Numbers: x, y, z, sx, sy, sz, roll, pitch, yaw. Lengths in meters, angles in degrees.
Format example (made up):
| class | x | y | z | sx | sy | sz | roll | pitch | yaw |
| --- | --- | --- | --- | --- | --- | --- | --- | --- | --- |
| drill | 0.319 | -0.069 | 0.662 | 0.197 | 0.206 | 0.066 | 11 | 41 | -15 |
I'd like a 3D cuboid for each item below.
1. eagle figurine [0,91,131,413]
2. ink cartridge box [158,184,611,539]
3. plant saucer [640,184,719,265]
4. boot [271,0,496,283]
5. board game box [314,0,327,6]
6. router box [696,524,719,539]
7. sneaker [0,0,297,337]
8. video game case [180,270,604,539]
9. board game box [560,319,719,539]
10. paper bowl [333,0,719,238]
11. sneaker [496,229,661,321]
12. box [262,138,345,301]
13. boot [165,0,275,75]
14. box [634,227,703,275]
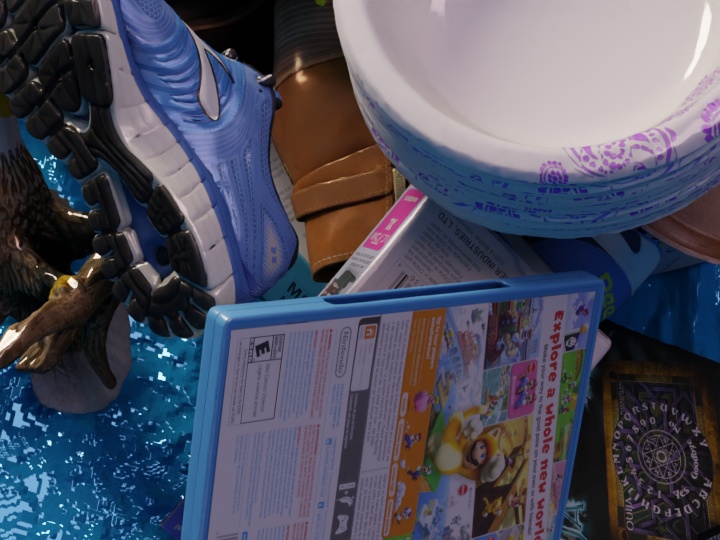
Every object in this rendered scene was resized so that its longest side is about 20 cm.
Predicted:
| class | x | y | z | sx | sy | sz | roll | pitch | yaw |
| --- | --- | --- | --- | --- | --- | --- | --- | --- | --- |
| eagle figurine | -0.181 | -0.034 | 0.901 | 0.199 | 0.152 | 0.152 | 23 | 2 | 25 |
| ink cartridge box | 0.009 | 0.071 | 0.906 | 0.119 | 0.042 | 0.200 | 42 | 80 | -19 |
| plant saucer | 0.196 | -0.091 | 0.930 | 0.199 | 0.035 | 0.201 | -4 | 72 | 11 |
| boot | 0.056 | -0.075 | 0.966 | 0.199 | 0.077 | 0.156 | -5 | 66 | -6 |
| board game box | -0.027 | -0.209 | 0.998 | 0.101 | 0.048 | 0.200 | 36 | 26 | -6 |
| router box | 0.286 | 0.136 | 0.938 | 0.157 | 0.200 | 0.052 | 24 | 51 | -32 |
| sneaker | -0.089 | -0.073 | 0.841 | 0.089 | 0.078 | 0.201 | -24 | 89 | -48 |
| video game case | 0.015 | 0.076 | 0.854 | 0.199 | 0.144 | 0.018 | -5 | 22 | -35 |
| board game box | 0.142 | 0.123 | 1.004 | 0.135 | 0.028 | 0.201 | 21 | 54 | -13 |
| paper bowl | 0.092 | -0.109 | 0.877 | 0.199 | 0.104 | 0.202 | -3 | 66 | 6 |
| sneaker | 0.080 | -0.053 | 1.037 | 0.082 | 0.074 | 0.201 | -28 | 69 | -11 |
| box | 0.000 | 0.000 | 0.997 | 0.200 | 0.049 | 0.082 | 48 | 52 | 8 |
| boot | -0.098 | -0.127 | 1.029 | 0.199 | 0.075 | 0.097 | -27 | 51 | -32 |
| box | 0.163 | -0.126 | 1.073 | 0.104 | 0.184 | 0.201 | -9 | 66 | -32 |
